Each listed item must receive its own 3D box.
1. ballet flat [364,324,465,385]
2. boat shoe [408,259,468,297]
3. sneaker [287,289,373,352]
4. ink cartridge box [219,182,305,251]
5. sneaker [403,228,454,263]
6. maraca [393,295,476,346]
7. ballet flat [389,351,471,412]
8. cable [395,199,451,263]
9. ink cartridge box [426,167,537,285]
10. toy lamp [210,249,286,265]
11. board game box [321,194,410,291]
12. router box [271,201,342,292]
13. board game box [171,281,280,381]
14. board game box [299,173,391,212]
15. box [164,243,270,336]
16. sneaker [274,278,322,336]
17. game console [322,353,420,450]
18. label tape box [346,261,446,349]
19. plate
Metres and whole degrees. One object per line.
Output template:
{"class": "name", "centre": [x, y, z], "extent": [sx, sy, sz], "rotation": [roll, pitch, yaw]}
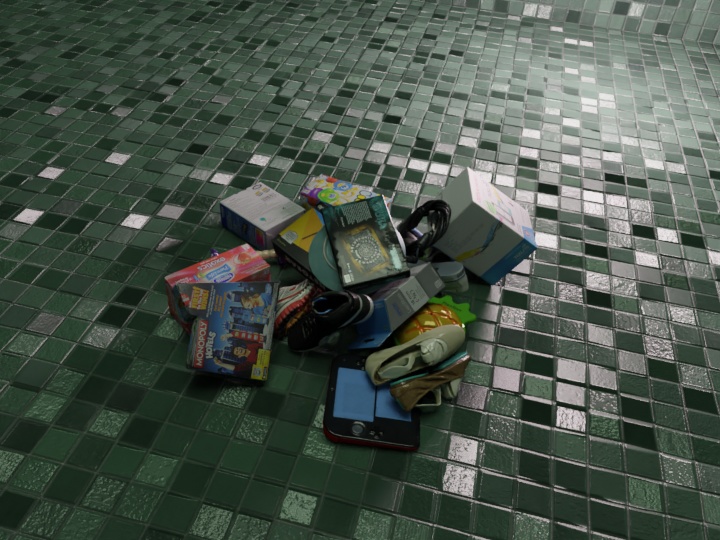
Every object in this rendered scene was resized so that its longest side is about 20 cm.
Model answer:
{"class": "ballet flat", "centre": [0.103, 0.161, 1.242], "extent": [0.200, 0.070, 0.070], "rotation": [-23, 41, 8]}
{"class": "boat shoe", "centre": [0.156, 0.028, 1.484], "extent": [0.202, 0.086, 0.075], "rotation": [-1, 35, 42]}
{"class": "sneaker", "centre": [-0.083, 0.090, 1.285], "extent": [0.200, 0.112, 0.073], "rotation": [-30, 63, 21]}
{"class": "ink cartridge box", "centre": [-0.249, -0.138, 1.636], "extent": [0.200, 0.076, 0.136], "rotation": [33, 47, 28]}
{"class": "sneaker", "centre": [0.149, -0.028, 1.561], "extent": [0.083, 0.071, 0.200], "rotation": [-42, 57, -18]}
{"class": "maraca", "centre": [0.150, 0.113, 1.351], "extent": [0.137, 0.107, 0.200], "rotation": [26, 45, 25]}
{"class": "ballet flat", "centre": [0.141, 0.215, 1.256], "extent": [0.200, 0.068, 0.072], "rotation": [-16, 82, -39]}
{"class": "cable", "centre": [0.119, -0.091, 1.488], "extent": [0.163, 0.051, 0.200], "rotation": [-57, 21, -8]}
{"class": "ink cartridge box", "centre": [0.271, -0.100, 1.521], "extent": [0.200, 0.146, 0.147], "rotation": [31, 35, -22]}
{"class": "toy lamp", "centre": [-0.239, -0.033, 1.529], "extent": [0.200, 0.058, 0.058], "rotation": [-8, 42, -12]}
{"class": "board game box", "centre": [0.008, -0.057, 1.335], "extent": [0.135, 0.028, 0.200], "rotation": [-13, 56, -5]}
{"class": "router box", "centre": [-0.066, -0.042, 1.412], "extent": [0.200, 0.051, 0.149], "rotation": [36, 65, 27]}
{"class": "board game box", "centre": [-0.268, 0.100, 1.281], "extent": [0.199, 0.062, 0.200], "rotation": [14, 69, -20]}
{"class": "board game box", "centre": [-0.038, -0.141, 1.638], "extent": [0.200, 0.105, 0.103], "rotation": [22, 43, 20]}
{"class": "box", "centre": [-0.295, 0.039, 1.403], "extent": [0.200, 0.103, 0.095], "rotation": [-25, 49, -32]}
{"class": "sneaker", "centre": [-0.137, 0.052, 1.420], "extent": [0.082, 0.078, 0.200], "rotation": [25, 44, 25]}
{"class": "game console", "centre": [0.024, 0.240, 1.249], "extent": [0.176, 0.031, 0.200], "rotation": [5, 41, 1]}
{"class": "label tape box", "centre": [0.054, 0.071, 1.338], "extent": [0.200, 0.144, 0.063], "rotation": [-39, 99, -27]}
{"class": "plate", "centre": [-0.008, -0.041, 1.359], "extent": [0.200, 0.026, 0.201], "rotation": [-2, 56, 4]}
